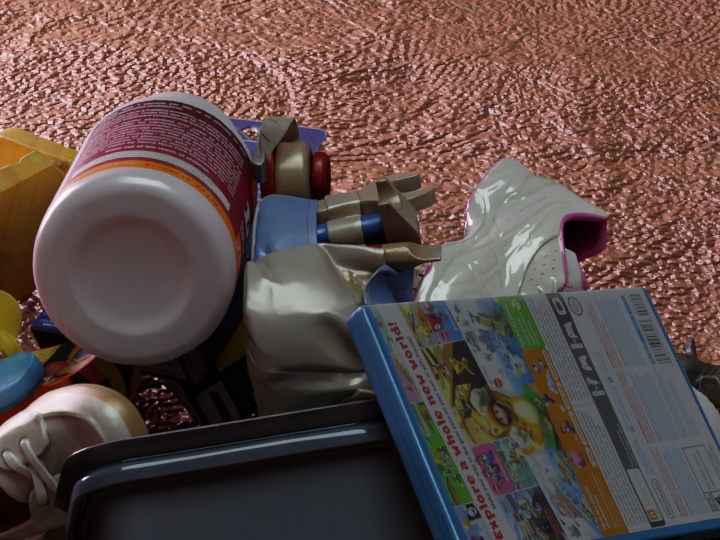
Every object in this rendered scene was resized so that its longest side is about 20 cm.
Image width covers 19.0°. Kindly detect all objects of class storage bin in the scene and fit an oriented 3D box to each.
[{"bbox_3d":[-0.045,0.157,1.081,0.198,0.146,0.135,-7,70,-15],"label":"storage bin"}]

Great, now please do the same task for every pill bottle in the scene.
[{"bbox_3d":[-0.118,-0.034,1.245,0.112,0.114,0.200,5,22,1],"label":"pill bottle"}]

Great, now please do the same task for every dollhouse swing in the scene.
[{"bbox_3d":[-0.320,-0.035,1.383,0.176,0.182,0.200,41,43,16],"label":"dollhouse swing"}]

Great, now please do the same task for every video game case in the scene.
[{"bbox_3d":[0.098,0.077,1.084,0.199,0.018,0.144,-3,60,-39],"label":"video game case"}]

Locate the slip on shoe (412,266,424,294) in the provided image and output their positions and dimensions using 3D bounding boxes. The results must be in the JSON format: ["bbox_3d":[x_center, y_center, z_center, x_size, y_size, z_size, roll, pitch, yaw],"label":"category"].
[{"bbox_3d":[0.059,0.051,1.368,0.199,0.077,0.061,24,14,18],"label":"slip on shoe"}]

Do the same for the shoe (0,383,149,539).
[{"bbox_3d":[-0.186,0.118,1.161,0.199,0.070,0.053,-28,12,41],"label":"shoe"}]

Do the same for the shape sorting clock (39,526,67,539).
[{"bbox_3d":[-0.090,0.191,1.152,0.198,0.039,0.201,4,41,-3],"label":"shape sorting clock"}]

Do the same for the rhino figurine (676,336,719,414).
[{"bbox_3d":[0.240,0.089,1.344,0.199,0.060,0.087,27,18,33],"label":"rhino figurine"}]

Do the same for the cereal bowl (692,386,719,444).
[{"bbox_3d":[0.112,0.091,1.218,0.198,0.084,0.200,-2,1,0],"label":"cereal bowl"}]

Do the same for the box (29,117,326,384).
[{"bbox_3d":[-0.107,-0.018,1.362,0.120,0.033,0.201,9,51,31],"label":"box"}]

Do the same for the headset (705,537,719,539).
[{"bbox_3d":[0.122,0.189,1.167,0.199,0.095,0.123,-26,26,-15],"label":"headset"}]

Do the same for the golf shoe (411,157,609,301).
[{"bbox_3d":[0.085,0.013,1.314,0.091,0.076,0.201,19,54,19],"label":"golf shoe"}]

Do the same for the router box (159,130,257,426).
[{"bbox_3d":[-0.088,0.004,1.396,0.149,0.051,0.200,-35,42,-12],"label":"router box"}]

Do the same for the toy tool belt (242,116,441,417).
[{"bbox_3d":[0.000,0.000,1.242,0.122,0.125,0.201,-2,46,3],"label":"toy tool belt"}]

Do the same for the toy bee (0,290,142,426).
[{"bbox_3d":[-0.168,0.074,1.248,0.199,0.132,0.109,14,43,32],"label":"toy bee"}]
